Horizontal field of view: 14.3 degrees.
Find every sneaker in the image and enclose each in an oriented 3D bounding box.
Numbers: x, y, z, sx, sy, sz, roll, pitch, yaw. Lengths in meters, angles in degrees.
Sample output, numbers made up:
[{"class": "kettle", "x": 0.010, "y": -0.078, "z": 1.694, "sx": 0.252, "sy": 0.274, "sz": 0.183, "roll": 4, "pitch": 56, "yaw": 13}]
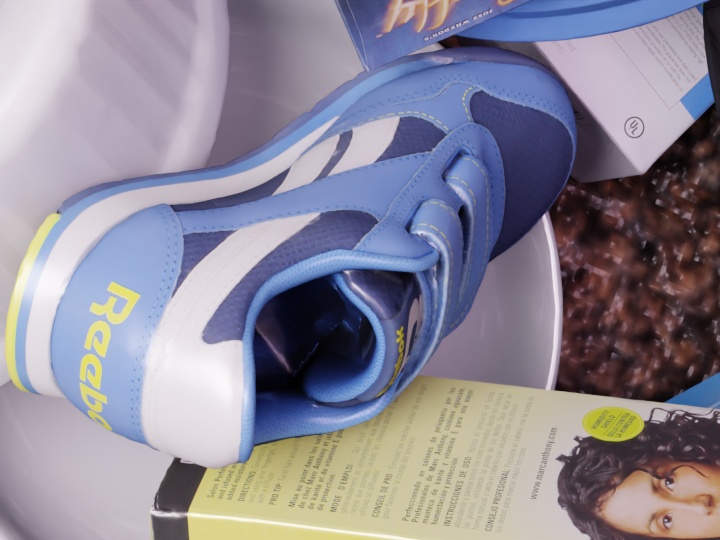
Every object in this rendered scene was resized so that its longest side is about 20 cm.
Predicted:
[{"class": "sneaker", "x": 0.000, "y": 0.000, "z": 0.782, "sx": 0.199, "sy": 0.082, "sz": 0.074, "roll": -28, "pitch": 133, "yaw": -39}]

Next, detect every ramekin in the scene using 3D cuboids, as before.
[{"class": "ramekin", "x": -0.143, "y": -0.069, "z": 0.782, "sx": 0.199, "sy": 0.098, "sz": 0.202, "roll": -3, "pitch": 74, "yaw": 11}]

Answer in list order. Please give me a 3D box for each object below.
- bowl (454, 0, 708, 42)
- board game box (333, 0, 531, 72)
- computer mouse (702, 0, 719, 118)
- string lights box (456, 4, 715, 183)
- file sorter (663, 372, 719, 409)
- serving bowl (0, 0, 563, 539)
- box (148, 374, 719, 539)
[{"class": "bowl", "x": 0.066, "y": -0.150, "z": 0.860, "sx": 0.200, "sy": 0.200, "sz": 0.039, "roll": -42, "pitch": 141, "yaw": -14}, {"class": "board game box", "x": 0.029, "y": -0.159, "z": 0.832, "sx": 0.135, "sy": 0.201, "sz": 0.035, "roll": -23, "pitch": 139, "yaw": 2}, {"class": "computer mouse", "x": 0.156, "y": -0.001, "z": 0.839, "sx": 0.200, "sy": 0.046, "sz": 0.140, "roll": 43, "pitch": 38, "yaw": 13}, {"class": "string lights box", "x": 0.117, "y": -0.133, "z": 0.928, "sx": 0.200, "sy": 0.059, "sz": 0.103, "roll": -43, "pitch": 100, "yaw": -14}, {"class": "file sorter", "x": 0.110, "y": 0.132, "z": 0.853, "sx": 0.199, "sy": 0.123, "sz": 0.139, "roll": -27, "pitch": 126, "yaw": -19}, {"class": "serving bowl", "x": -0.042, "y": 0.013, "z": 0.872, "sx": 0.199, "sy": 0.066, "sz": 0.202, "roll": 1, "pitch": 87, "yaw": -17}, {"class": "box", "x": 0.048, "y": 0.071, "z": 0.776, "sx": 0.199, "sy": 0.075, "sz": 0.050, "roll": 5, "pitch": 125, "yaw": 12}]
